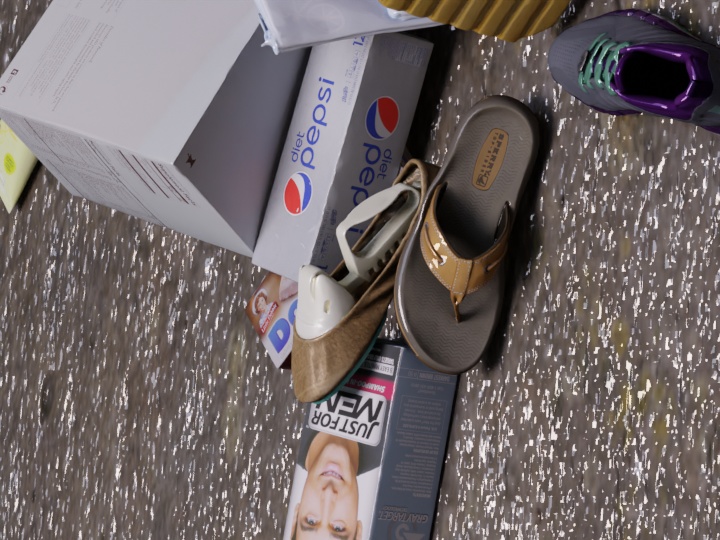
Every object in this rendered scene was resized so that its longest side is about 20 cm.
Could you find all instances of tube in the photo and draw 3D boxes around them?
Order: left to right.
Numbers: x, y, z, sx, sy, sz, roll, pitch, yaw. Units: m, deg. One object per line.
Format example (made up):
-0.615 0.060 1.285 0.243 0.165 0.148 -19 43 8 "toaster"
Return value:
-0.302 -0.152 2.139 0.200 0.052 0.058 -59 3 31 "tube"

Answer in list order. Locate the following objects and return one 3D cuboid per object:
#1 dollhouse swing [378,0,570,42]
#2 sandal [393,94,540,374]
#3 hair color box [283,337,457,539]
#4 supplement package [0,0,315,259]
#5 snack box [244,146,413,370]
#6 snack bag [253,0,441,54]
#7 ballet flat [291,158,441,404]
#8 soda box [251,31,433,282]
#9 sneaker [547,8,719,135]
0.134 -0.212 1.501 0.182 0.200 0.176 40 112 46 "dollhouse swing"
0.079 -0.026 1.622 0.055 0.082 0.200 -125 55 -85 "sandal"
0.004 0.151 1.694 0.099 0.061 0.200 10 91 51 "hair color box"
-0.136 -0.144 1.773 0.200 0.147 0.191 20 71 35 "supplement package"
-0.021 -0.018 1.787 0.200 0.024 0.072 -56 46 26 "snack box"
-0.003 -0.243 1.692 0.021 0.200 0.189 100 152 -50 "snack bag"
0.000 0.000 1.661 0.200 0.072 0.068 -51 36 -7 "ballet flat"
-0.014 -0.087 1.724 0.068 0.063 0.200 21 98 48 "soda box"
0.179 -0.139 1.520 0.200 0.087 0.075 18 96 50 "sneaker"
